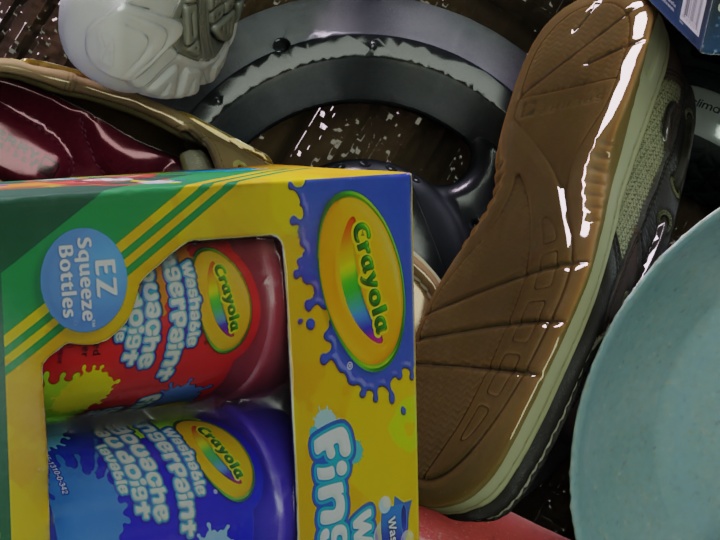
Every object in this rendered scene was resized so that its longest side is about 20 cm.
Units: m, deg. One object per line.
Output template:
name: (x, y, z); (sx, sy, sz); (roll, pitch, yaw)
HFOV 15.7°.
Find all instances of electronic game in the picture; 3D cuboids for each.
electronic game: (0.000, 0.000, 0.936); (0.198, 0.042, 0.202); (1, 82, -5)

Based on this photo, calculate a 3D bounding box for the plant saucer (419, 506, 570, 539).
plant saucer: (-0.032, 0.154, 0.886); (0.199, 0.037, 0.201); (25, 89, -8)

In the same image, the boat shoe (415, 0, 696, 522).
boat shoe: (0.073, 0.000, 0.876); (0.065, 0.073, 0.201); (39, 63, -34)

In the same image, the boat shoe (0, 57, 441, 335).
boat shoe: (-0.060, -0.013, 0.877); (0.199, 0.066, 0.074); (22, 81, -3)

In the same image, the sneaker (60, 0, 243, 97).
sneaker: (-0.081, -0.125, 0.888); (0.099, 0.078, 0.200); (12, 34, 4)

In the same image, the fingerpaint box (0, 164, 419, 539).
fingerpaint box: (-0.064, 0.072, 0.782); (0.166, 0.073, 0.202); (-5, 96, -40)

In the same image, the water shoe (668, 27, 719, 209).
water shoe: (0.203, -0.044, 0.979); (0.199, 0.071, 0.079); (22, 72, -11)

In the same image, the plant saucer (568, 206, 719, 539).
plant saucer: (0.161, 0.057, 0.874); (0.200, 0.039, 0.202); (-3, 104, -10)

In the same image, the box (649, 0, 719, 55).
box: (0.158, -0.113, 0.917); (0.136, 0.200, 0.038); (6, 110, -13)
